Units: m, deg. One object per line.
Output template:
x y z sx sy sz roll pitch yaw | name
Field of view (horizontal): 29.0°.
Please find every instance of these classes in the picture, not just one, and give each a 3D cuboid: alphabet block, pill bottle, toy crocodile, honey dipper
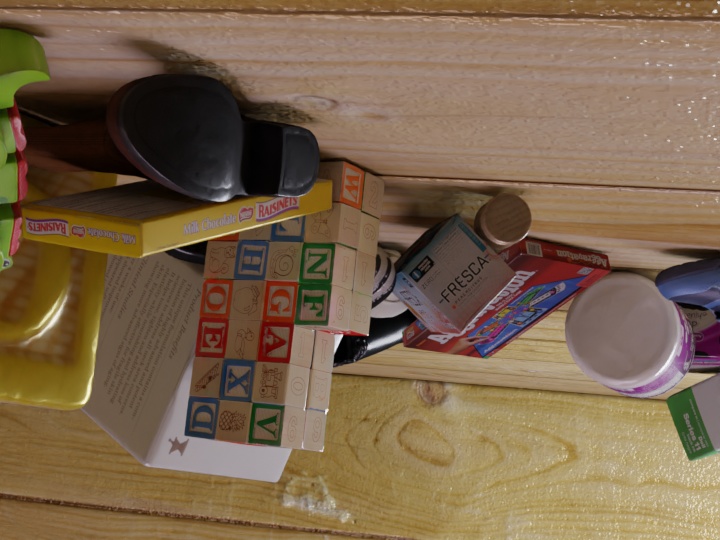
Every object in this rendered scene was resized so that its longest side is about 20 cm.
-0.311 -0.011 0.966 0.198 0.198 0.196 2 173 30 | alphabet block
0.280 0.070 1.410 0.111 0.114 0.200 2 172 20 | pill bottle
-0.216 -0.055 0.796 0.061 0.068 0.201 -6 138 -23 | toy crocodile
0.100 -0.032 1.110 0.037 0.039 0.200 6 176 -4 | honey dipper

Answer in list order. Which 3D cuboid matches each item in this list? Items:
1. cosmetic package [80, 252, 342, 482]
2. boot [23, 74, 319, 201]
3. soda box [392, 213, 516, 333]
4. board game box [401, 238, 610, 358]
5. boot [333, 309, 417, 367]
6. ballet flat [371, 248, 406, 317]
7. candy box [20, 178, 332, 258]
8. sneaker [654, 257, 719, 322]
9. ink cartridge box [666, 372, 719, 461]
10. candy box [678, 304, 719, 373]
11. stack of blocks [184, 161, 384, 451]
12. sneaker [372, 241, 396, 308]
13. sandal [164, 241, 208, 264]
-0.156 0.066 1.251 0.165 0.169 0.199 18 -170 -47 | cosmetic package
-0.151 -0.085 0.845 0.198 0.069 0.188 7 -173 28 | boot
0.066 0.005 1.119 0.068 0.064 0.200 45 175 -1 | soda box
0.132 0.030 1.299 0.102 0.020 0.200 10 148 -28 | board game box
0.044 0.052 1.422 0.161 0.074 0.197 -17 -165 -41 | boot
0.000 0.000 1.306 0.069 0.070 0.199 -2 167 44 | ballet flat
-0.114 -0.041 0.908 0.101 0.027 0.199 6 -166 33 | candy box
0.354 0.034 1.212 0.197 0.083 0.074 8 173 -4 | sneaker
0.475 0.142 1.591 0.145 0.084 0.200 -8 162 -33 | ink cartridge box
0.359 0.080 1.597 0.135 0.062 0.200 1 170 18 | candy box
-0.054 0.027 1.007 0.114 0.203 0.058 2 170 32 | stack of blocks
-0.060 0.006 1.108 0.199 0.117 0.075 -33 148 27 | sneaker
-0.085 -0.020 1.168 0.199 0.076 0.048 19 155 -25 | sandal
